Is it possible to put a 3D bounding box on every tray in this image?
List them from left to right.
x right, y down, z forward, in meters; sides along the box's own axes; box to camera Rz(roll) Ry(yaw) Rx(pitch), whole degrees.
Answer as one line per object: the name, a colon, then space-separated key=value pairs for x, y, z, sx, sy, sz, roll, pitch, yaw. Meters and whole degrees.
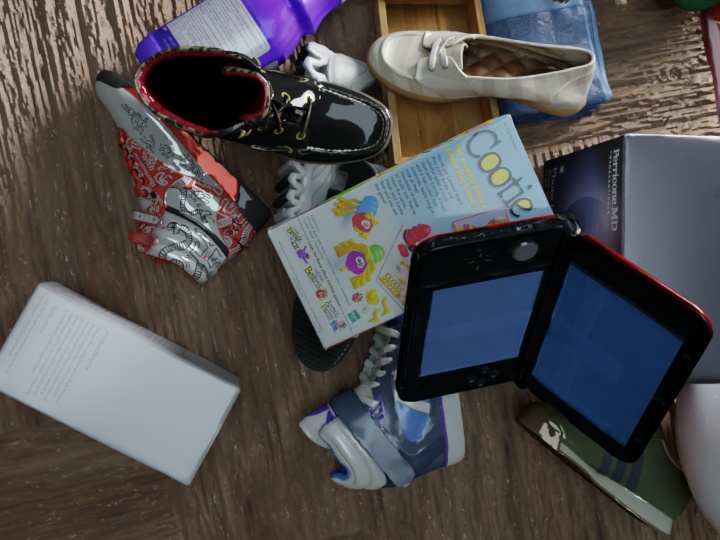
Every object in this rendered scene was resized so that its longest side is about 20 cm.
tray: x=0.068 y=-0.176 z=0.801 sx=0.098 sy=0.037 sz=0.201 roll=-2 pitch=66 yaw=-7

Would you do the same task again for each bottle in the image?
bottle: x=-0.102 y=-0.219 z=0.795 sx=0.200 sy=0.065 sz=0.084 roll=-33 pitch=86 yaw=-3

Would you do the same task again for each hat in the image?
hat: x=0.308 y=-0.272 z=0.857 sx=0.165 sy=0.200 sz=0.176 roll=2 pitch=134 yaw=-36

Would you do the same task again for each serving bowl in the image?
serving bowl: x=0.345 y=0.163 z=0.828 sx=0.066 sy=0.200 sz=0.201 roll=-15 pitch=94 yaw=36

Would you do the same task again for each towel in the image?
towel: x=0.171 y=-0.245 z=0.845 sx=0.111 sy=0.049 sz=0.201 roll=-10 pitch=92 yaw=-6

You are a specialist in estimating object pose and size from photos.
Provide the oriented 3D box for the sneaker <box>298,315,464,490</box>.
sneaker: x=0.011 y=0.105 z=0.812 sx=0.146 sy=0.081 sz=0.201 roll=-12 pitch=98 yaw=-11

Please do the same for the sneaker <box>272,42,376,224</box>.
sneaker: x=-0.033 y=-0.106 z=0.812 sx=0.081 sy=0.075 sz=0.201 roll=10 pitch=90 yaw=-16

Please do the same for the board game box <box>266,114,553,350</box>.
board game box: x=0.044 y=-0.034 z=0.698 sx=0.199 sy=0.103 sz=0.105 roll=-25 pitch=96 yaw=9

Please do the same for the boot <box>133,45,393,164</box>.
boot: x=-0.073 y=-0.128 z=0.690 sx=0.199 sy=0.151 sz=0.073 roll=16 pitch=97 yaw=-1

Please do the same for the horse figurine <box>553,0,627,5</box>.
horse figurine: x=0.228 y=-0.329 z=0.818 sx=0.200 sy=0.050 sz=0.133 roll=-51 pitch=122 yaw=-36

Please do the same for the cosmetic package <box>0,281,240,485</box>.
cosmetic package: x=-0.217 y=0.099 z=0.788 sx=0.200 sy=0.074 sz=0.102 roll=30 pitch=87 yaw=-9

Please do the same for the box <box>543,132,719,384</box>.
box: x=0.247 y=-0.011 z=0.783 sx=0.123 sy=0.198 sz=0.201 roll=1 pitch=90 yaw=-8

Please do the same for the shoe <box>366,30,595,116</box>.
shoe: x=0.105 y=-0.181 z=0.758 sx=0.199 sy=0.053 sz=0.070 roll=8 pitch=66 yaw=-3

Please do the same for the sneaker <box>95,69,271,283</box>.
sneaker: x=-0.187 y=-0.079 z=0.791 sx=0.201 sy=0.067 sz=0.108 roll=43 pitch=83 yaw=-9

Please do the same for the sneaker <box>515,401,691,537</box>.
sneaker: x=0.248 y=0.169 z=0.854 sx=0.200 sy=0.067 sz=0.090 roll=38 pitch=85 yaw=-12

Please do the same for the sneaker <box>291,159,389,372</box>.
sneaker: x=0.000 y=0.000 z=0.812 sx=0.074 sy=0.088 sz=0.201 roll=26 pitch=104 yaw=29

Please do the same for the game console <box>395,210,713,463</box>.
game console: x=0.126 y=0.067 z=0.642 sx=0.172 sy=0.200 sz=0.119 roll=-10 pitch=52 yaw=-11
